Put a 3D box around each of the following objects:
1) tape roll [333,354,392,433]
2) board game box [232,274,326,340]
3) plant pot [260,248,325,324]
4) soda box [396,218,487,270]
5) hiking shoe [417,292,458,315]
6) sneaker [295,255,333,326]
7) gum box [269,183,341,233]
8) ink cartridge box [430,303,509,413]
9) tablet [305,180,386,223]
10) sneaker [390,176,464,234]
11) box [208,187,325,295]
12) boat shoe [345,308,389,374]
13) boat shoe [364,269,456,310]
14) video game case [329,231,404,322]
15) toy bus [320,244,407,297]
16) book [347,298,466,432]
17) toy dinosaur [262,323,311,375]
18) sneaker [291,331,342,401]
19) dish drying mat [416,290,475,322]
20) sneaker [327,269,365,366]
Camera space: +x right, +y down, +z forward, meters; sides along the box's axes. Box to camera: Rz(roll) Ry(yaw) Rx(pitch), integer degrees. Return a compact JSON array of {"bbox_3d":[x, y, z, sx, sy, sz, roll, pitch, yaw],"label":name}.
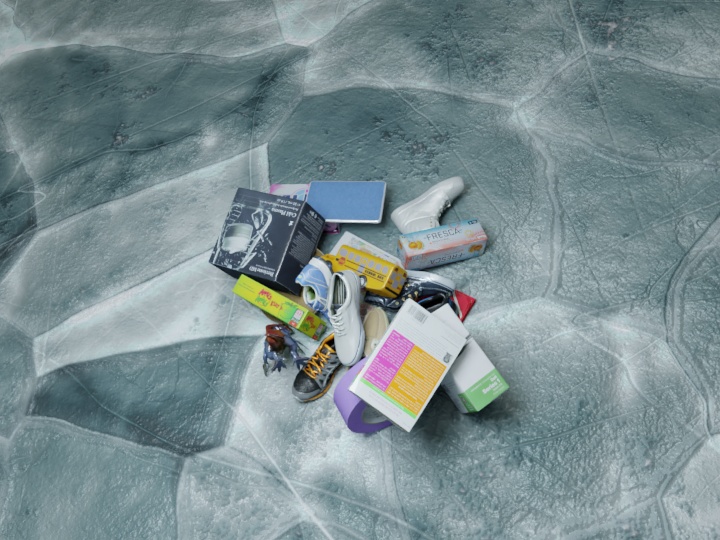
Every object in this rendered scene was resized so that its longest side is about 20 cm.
[{"bbox_3d":[0.048,0.236,1.320,0.199,0.201,0.066,-29,55,-6],"label":"tape roll"},{"bbox_3d":[-0.183,0.083,1.500,0.199,0.102,0.048,26,81,28],"label":"board game box"},{"bbox_3d":[-0.155,0.034,1.582,0.199,0.027,0.201,-8,67,19],"label":"plant pot"},{"bbox_3d":[0.186,-0.058,1.537,0.199,0.064,0.069,-12,54,-13],"label":"soda box"},{"bbox_3d":[0.114,0.108,1.450,0.199,0.087,0.075,-33,55,2],"label":"hiking shoe"},{"bbox_3d":[-0.084,0.064,1.470,0.077,0.201,0.076,-40,34,-25],"label":"sneaker"},{"bbox_3d":[-0.147,-0.157,1.701,0.198,0.066,0.114,0,57,12],"label":"gum box"},{"bbox_3d":[0.186,0.176,1.319,0.084,0.146,0.201,-34,82,-11],"label":"ink cartridge box"},{"bbox_3d":[-0.039,-0.169,1.639,0.198,0.014,0.131,2,56,11],"label":"tablet"},{"bbox_3d":[0.185,-0.136,1.615,0.199,0.074,0.116,-32,57,4],"label":"sneaker"},{"bbox_3d":[-0.216,-0.069,1.562,0.199,0.124,0.198,13,78,26],"label":"box"},{"bbox_3d":[0.009,0.171,1.427,0.072,0.065,0.201,-5,64,46],"label":"boat shoe"},{"bbox_3d":[0.109,0.050,1.483,0.199,0.071,0.092,10,75,15],"label":"boat shoe"},{"bbox_3d":[-0.008,0.020,1.570,0.199,0.023,0.182,29,75,27],"label":"video game case"},{"bbox_3d":[0.000,0.000,1.464,0.199,0.065,0.079,23,86,38],"label":"toy bus"},{"bbox_3d":[0.085,0.170,1.211,0.133,0.048,0.200,36,76,-1],"label":"book"},{"bbox_3d":[-0.170,0.145,1.446,0.104,0.201,0.182,-16,39,-16],"label":"toy dinosaur"},{"bbox_3d":[-0.080,0.196,1.452,0.078,0.077,0.200,32,71,27],"label":"sneaker"},{"bbox_3d":[0.158,0.055,1.523,0.199,0.018,0.077,24,67,26],"label":"dish drying mat"},{"bbox_3d":[-0.039,0.098,1.388,0.073,0.071,0.202,-10,80,35],"label":"sneaker"}]
